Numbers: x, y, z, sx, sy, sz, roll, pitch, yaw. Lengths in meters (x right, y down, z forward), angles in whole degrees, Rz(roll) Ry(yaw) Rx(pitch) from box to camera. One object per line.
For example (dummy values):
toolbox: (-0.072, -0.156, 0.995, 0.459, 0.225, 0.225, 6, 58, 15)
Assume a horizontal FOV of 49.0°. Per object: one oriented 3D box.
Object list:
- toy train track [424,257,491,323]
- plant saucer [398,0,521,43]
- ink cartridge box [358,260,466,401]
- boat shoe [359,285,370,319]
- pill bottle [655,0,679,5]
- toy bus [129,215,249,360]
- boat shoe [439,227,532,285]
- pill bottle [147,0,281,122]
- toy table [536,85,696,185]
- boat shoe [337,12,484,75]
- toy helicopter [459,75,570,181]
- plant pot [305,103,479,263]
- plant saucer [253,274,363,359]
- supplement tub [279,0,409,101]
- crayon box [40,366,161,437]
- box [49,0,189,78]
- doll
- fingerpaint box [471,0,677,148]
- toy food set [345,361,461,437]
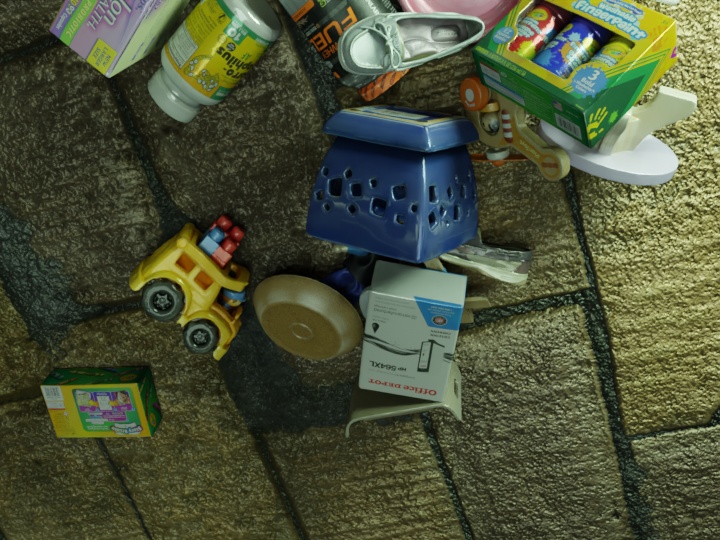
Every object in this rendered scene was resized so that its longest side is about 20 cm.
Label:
toy train track: (0.142, 0.020, 1.262, 0.113, 0.033, 0.201, -4, 146, 26)
plant saucer: (0.141, -0.416, 1.076, 0.196, 0.051, 0.204, 3, 117, 6)
ink cartridge box: (0.079, 0.098, 1.236, 0.143, 0.085, 0.203, 9, 126, 5)
boat shoe: (0.076, 0.087, 1.318, 0.200, 0.057, 0.068, 42, 123, -19)
pill bottle: (0.389, -0.450, 0.990, 0.110, 0.112, 0.203, 18, 117, -1)
toy bus: (-0.249, 0.015, 1.310, 0.192, 0.136, 0.200, -44, 107, 7)
boat shoe: (0.176, -0.037, 1.250, 0.197, 0.072, 0.066, 20, 103, 4)
pill bottle: (-0.216, -0.313, 1.141, 0.113, 0.113, 0.199, 44, 113, -14)
toy table: (0.354, -0.211, 1.089, 0.196, 0.186, 0.118, 11, 134, 1)
boat shoe: (0.065, -0.301, 1.027, 0.199, 0.065, 0.076, -13, 103, -23)
toy helicopter: (0.216, -0.186, 1.121, 0.078, 0.200, 0.134, -22, 142, -29)
plant pot: (0.054, -0.134, 1.123, 0.197, 0.199, 0.183, 15, 112, 29)
plant saucer: (-0.094, 0.090, 1.323, 0.196, 0.036, 0.202, 13, 139, 11)
supplement tub: (-0.016, -0.345, 1.092, 0.122, 0.123, 0.201, -34, 107, 21)
crayon box: (-0.485, 0.248, 1.484, 0.196, 0.058, 0.121, -2, 116, 9)
box: (-0.300, -0.381, 1.071, 0.096, 0.201, 0.176, 37, 116, -12)
doll: (0.000, 0.000, 1.298, 0.199, 0.049, 0.136, -36, 119, 20)
fingerpaint box: (0.271, -0.278, 1.013, 0.167, 0.200, 0.074, -43, 144, -6)
toy food set: (0.073, 0.221, 1.345, 0.196, 0.144, 0.061, -12, 115, 13)
